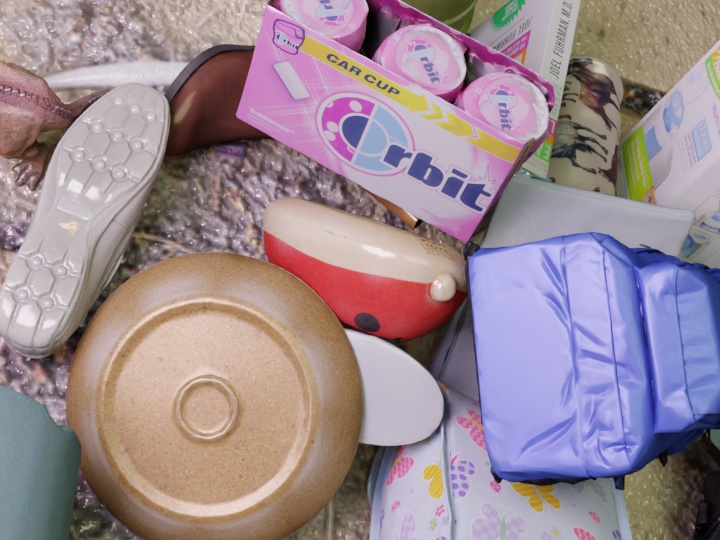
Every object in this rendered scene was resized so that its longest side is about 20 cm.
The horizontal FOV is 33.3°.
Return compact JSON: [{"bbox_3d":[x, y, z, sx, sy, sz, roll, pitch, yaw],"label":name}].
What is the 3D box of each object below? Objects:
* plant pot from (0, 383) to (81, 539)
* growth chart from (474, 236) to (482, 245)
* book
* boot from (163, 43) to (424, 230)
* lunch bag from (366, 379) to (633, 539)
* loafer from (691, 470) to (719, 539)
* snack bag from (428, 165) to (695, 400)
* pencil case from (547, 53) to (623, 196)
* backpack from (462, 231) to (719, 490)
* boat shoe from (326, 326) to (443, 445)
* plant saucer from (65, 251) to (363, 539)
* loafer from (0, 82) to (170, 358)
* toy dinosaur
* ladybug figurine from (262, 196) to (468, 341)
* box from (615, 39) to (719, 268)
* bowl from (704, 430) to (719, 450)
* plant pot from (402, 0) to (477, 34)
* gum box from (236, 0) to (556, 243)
[{"bbox_3d":[-0.245,0.170,0.653,0.199,0.200,0.198,21,56,-20],"label":"plant pot"},{"bbox_3d":[0.177,-0.010,1.035,0.145,0.018,0.200,47,58,-5],"label":"growth chart"},{"bbox_3d":[0.122,-0.139,0.984,0.048,0.133,0.202,25,62,-19],"label":"book"},{"bbox_3d":[-0.033,-0.089,0.891,0.200,0.069,0.188,40,43,16],"label":"boot"},{"bbox_3d":[0.098,0.181,0.860,0.169,0.127,0.201,26,36,-18],"label":"lunch bag"},{"bbox_3d":[0.314,0.184,1.017,0.063,0.072,0.200,40,50,12],"label":"loafer"},{"bbox_3d":[0.161,0.028,0.936,0.187,0.021,0.202,10,112,-25],"label":"snack bag"},{"bbox_3d":[0.171,-0.084,1.006,0.089,0.078,0.202,26,60,-28],"label":"pencil case"},{"bbox_3d":[0.175,0.062,0.810,0.200,0.166,0.164,10,79,-64],"label":"backpack"},{"bbox_3d":[-0.038,0.067,0.836,0.198,0.066,0.073,12,96,3],"label":"boat shoe"},{"bbox_3d":[-0.097,0.088,0.783,0.198,0.035,0.202,0,89,1],"label":"plant saucer"},{"bbox_3d":[-0.186,-0.035,0.813,0.069,0.070,0.201,26,70,-2],"label":"loafer"},{"bbox_3d":[-0.248,-0.113,0.777,0.198,0.135,0.087,4,70,-27],"label":"toy dinosaur"},{"bbox_3d":[0.000,0.000,0.849,0.135,0.200,0.073,16,93,-32],"label":"ladybug figurine"},{"bbox_3d":[0.317,-0.106,1.025,0.101,0.200,0.113,17,50,-21],"label":"box"},{"bbox_3d":[0.377,0.095,1.000,0.199,0.106,0.202,18,34,-13],"label":"bowl"},{"bbox_3d":[0.055,-0.295,0.973,0.198,0.190,0.202,9,69,-24],"label":"plant pot"},{"bbox_3d":[0.024,-0.112,0.817,0.199,0.114,0.066,29,55,1],"label":"gum box"}]
